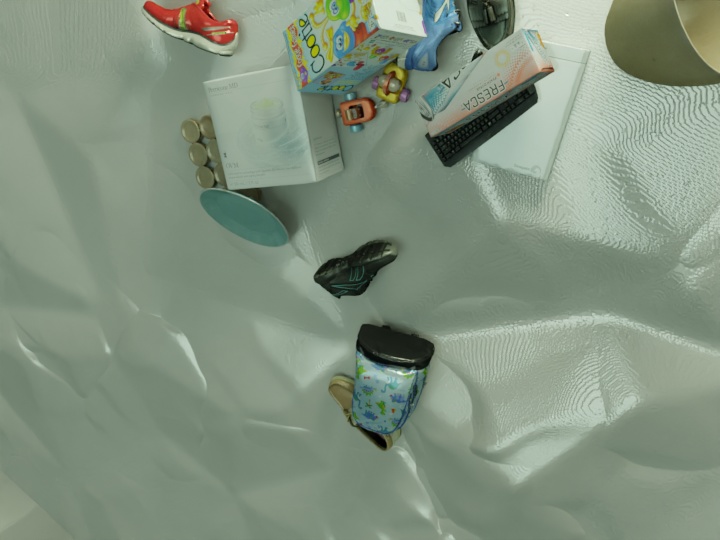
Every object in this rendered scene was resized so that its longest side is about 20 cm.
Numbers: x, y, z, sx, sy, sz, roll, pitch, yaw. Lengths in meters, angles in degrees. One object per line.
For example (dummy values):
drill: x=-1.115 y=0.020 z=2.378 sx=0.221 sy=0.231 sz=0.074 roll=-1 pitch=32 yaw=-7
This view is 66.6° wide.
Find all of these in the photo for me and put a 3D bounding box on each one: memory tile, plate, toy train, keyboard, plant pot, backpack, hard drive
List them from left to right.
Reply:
memory tile: x=-0.292 y=-0.227 z=1.152 sx=0.152 sy=0.017 sz=0.201 roll=-4 pitch=109 yaw=26
plate: x=-0.233 y=-0.112 z=1.116 sx=0.199 sy=0.026 sz=0.200 roll=19 pitch=157 yaw=8
toy train: x=0.006 y=-0.341 z=0.941 sx=0.149 sy=0.056 sz=0.201 roll=2 pitch=112 yaw=24
backpack: x=0.054 y=0.234 z=1.126 sx=0.162 sy=0.154 sz=0.201 roll=16 pitch=130 yaw=11
keyboard: x=0.180 y=-0.270 z=0.890 sx=0.200 sy=0.021 sz=0.128 roll=-34 pitch=82 yaw=41
hard drive: x=0.265 y=-0.258 z=0.872 sx=0.131 sy=0.027 sz=0.201 roll=19 pitch=119 yaw=17
plant pot: x=0.401 y=-0.324 z=0.705 sx=0.201 sy=0.200 sz=0.134 roll=63 pitch=156 yaw=-10

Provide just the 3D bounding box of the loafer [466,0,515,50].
loafer: x=0.180 y=-0.428 z=0.806 sx=0.071 sy=0.063 sz=0.202 roll=-5 pitch=101 yaw=31

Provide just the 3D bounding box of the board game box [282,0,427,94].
board game box: x=-0.014 y=-0.364 z=0.844 sx=0.199 sy=0.104 sz=0.104 roll=-16 pitch=88 yaw=47

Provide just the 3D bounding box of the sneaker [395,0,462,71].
sneaker: x=0.122 y=-0.411 z=0.856 sx=0.089 sy=0.079 sz=0.201 roll=15 pitch=113 yaw=-7

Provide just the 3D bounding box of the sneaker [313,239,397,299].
sneaker: x=0.000 y=0.000 z=1.090 sx=0.199 sy=0.076 sz=0.079 roll=-20 pitch=115 yaw=37

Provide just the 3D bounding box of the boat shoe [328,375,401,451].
boat shoe: x=0.004 y=0.316 z=1.214 sx=0.200 sy=0.066 sz=0.074 roll=40 pitch=122 yaw=5

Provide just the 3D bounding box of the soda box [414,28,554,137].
soda box: x=0.183 y=-0.279 z=0.829 sx=0.199 sy=0.063 sz=0.069 roll=-24 pitch=91 yaw=41

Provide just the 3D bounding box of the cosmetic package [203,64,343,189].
cosmetic package: x=-0.156 y=-0.265 z=1.011 sx=0.198 sy=0.123 sz=0.201 roll=-1 pitch=109 yaw=25

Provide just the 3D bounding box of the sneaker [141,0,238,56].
sneaker: x=-0.315 y=-0.474 z=1.034 sx=0.199 sy=0.077 sz=0.085 roll=25 pitch=109 yaw=6
